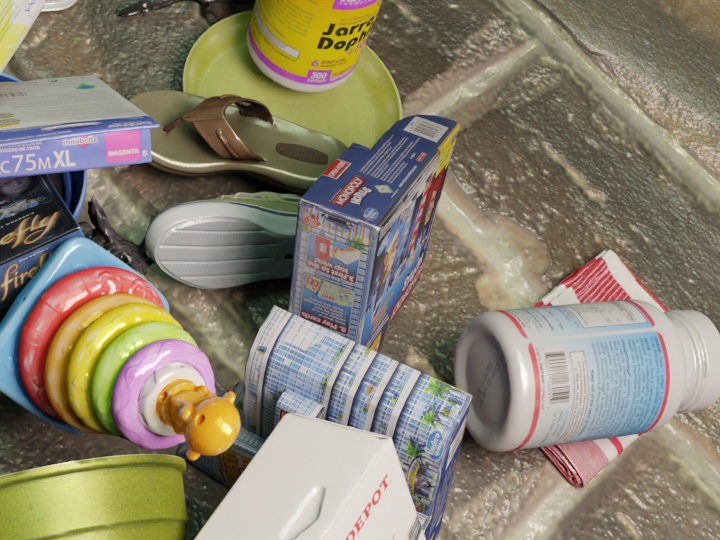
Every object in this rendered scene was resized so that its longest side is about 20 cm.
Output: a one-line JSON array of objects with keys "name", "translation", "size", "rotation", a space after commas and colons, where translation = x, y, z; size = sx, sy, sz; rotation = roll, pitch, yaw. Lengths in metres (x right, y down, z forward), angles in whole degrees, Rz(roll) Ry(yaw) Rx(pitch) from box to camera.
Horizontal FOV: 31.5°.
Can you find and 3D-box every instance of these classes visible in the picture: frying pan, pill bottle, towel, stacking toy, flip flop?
[{"name": "frying pan", "translation": [-0.114, -0.262, 1.150], "size": [0.190, 0.115, 0.031], "rotation": [-21, 86, -27]}, {"name": "pill bottle", "translation": [0.183, 0.079, 1.008], "size": [0.199, 0.109, 0.109], "rotation": [-3, 60, -23]}, {"name": "towel", "translation": [0.202, 0.077, 1.096], "size": [0.200, 0.023, 0.144], "rotation": [-33, 75, -32]}, {"name": "stacking toy", "translation": [-0.133, 0.067, 0.789], "size": [0.200, 0.110, 0.116], "rotation": [22, 74, 47]}, {"name": "flip flop", "translation": [-0.099, -0.113, 1.053], "size": [0.199, 0.058, 0.081], "rotation": [13, 56, -10]}, {"name": "pill bottle", "translation": [-0.028, -0.249, 1.074], "size": [0.104, 0.200, 0.105], "rotation": [8, 57, -13]}]

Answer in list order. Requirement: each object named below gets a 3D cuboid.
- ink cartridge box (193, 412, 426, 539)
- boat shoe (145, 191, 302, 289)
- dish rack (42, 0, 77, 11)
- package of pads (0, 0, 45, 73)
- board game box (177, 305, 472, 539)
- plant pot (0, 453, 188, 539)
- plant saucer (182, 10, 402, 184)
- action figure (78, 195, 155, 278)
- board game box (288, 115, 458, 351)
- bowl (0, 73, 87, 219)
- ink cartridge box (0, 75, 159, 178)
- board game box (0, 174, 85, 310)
[{"name": "ink cartridge box", "translation": [-0.025, 0.213, 0.820], "size": [0.084, 0.200, 0.145], "rotation": [11, 47, 31]}, {"name": "boat shoe", "translation": [-0.096, -0.029, 1.015], "size": [0.200, 0.072, 0.062], "rotation": [3, 35, -49]}, {"name": "dish rack", "translation": [-0.357, -0.303, 1.132], "size": [0.199, 0.044, 0.172], "rotation": [-8, 61, -24]}, {"name": "package of pads", "translation": [-0.325, -0.136, 0.919], "size": [0.068, 0.154, 0.200], "rotation": [45, 48, -31]}, {"name": "board game box", "translation": [-0.034, 0.123, 0.908], "size": [0.199, 0.200, 0.062], "rotation": [22, 52, 13]}, {"name": "plant pot", "translation": [-0.185, 0.233, 0.780], "size": [0.200, 0.200, 0.194], "rotation": [-8, 74, -23]}, {"name": "plant saucer", "translation": [-0.062, -0.148, 1.142], "size": [0.199, 0.031, 0.201], "rotation": [9, 58, -14]}, {"name": "action figure", "translation": [-0.218, 0.027, 0.930], "size": [0.200, 0.119, 0.102], "rotation": [-27, 41, -23]}, {"name": "board game box", "translation": [0.000, 0.000, 0.985], "size": [0.062, 0.200, 0.200], "rotation": [21, 32, 11]}, {"name": "bowl", "translation": [-0.317, -0.072, 1.002], "size": [0.200, 0.039, 0.201], "rotation": [9, 56, -13]}, {"name": "ink cartridge box", "translation": [-0.228, -0.105, 0.934], "size": [0.119, 0.042, 0.200], "rotation": [-9, 19, -23]}, {"name": "board game box", "translation": [-0.295, -0.002, 0.874], "size": [0.200, 0.035, 0.135], "rotation": [-27, 36, -15]}]
